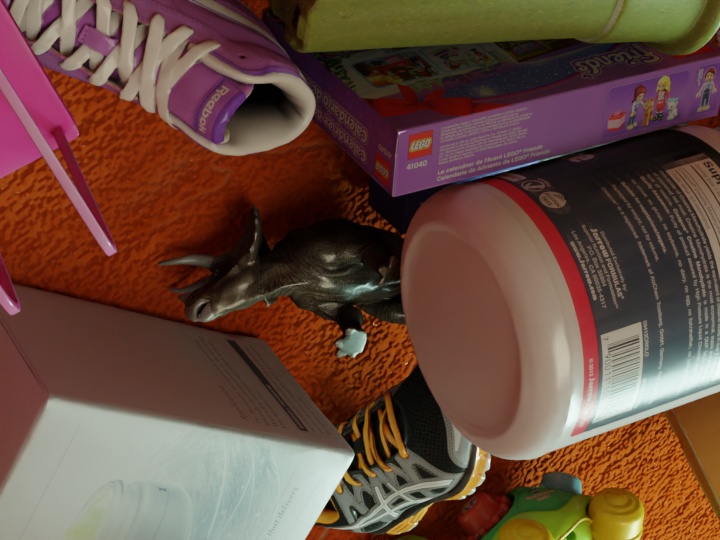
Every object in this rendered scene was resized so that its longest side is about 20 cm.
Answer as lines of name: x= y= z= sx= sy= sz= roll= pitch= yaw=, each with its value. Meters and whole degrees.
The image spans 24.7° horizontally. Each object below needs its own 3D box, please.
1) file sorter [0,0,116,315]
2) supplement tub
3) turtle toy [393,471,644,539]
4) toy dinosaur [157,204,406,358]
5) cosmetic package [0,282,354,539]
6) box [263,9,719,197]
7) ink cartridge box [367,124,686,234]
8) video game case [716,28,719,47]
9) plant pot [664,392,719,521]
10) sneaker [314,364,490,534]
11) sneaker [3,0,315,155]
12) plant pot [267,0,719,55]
file sorter: x=-0.215 y=-0.030 z=0.643 sx=0.200 sy=0.125 sz=0.139 roll=-29 pitch=132 yaw=-3
supplement tub: x=0.134 y=0.005 z=0.840 sx=0.200 sy=0.140 sz=0.140 roll=-16 pitch=129 yaw=-25
turtle toy: x=0.098 y=0.206 z=1.124 sx=0.200 sy=0.101 sz=0.146 roll=-12 pitch=127 yaw=-27
toy dinosaur: x=0.000 y=0.000 z=0.915 sx=0.200 sy=0.102 sz=0.077 roll=-3 pitch=122 yaw=-42
cosmetic package: x=-0.147 y=0.130 z=0.880 sx=0.200 sy=0.123 sz=0.199 roll=16 pitch=111 yaw=-40
box: x=0.068 y=-0.106 z=0.847 sx=0.200 sy=0.137 sz=0.039 roll=-15 pitch=129 yaw=-26
ink cartridge box: x=0.101 y=-0.091 z=0.947 sx=0.200 sy=0.044 sz=0.094 roll=-15 pitch=127 yaw=-26
video game case: x=0.321 y=-0.064 z=1.041 sx=0.200 sy=0.182 sz=0.023 roll=5 pitch=151 yaw=-38
plant pot: x=0.312 y=0.091 z=1.144 sx=0.183 sy=0.200 sz=0.200 roll=-27 pitch=135 yaw=5
sneaker: x=0.016 y=0.109 z=0.979 sx=0.077 sy=0.078 sz=0.200 roll=0 pitch=148 yaw=-23
sneaker: x=-0.105 y=-0.106 z=0.742 sx=0.200 sy=0.114 sz=0.073 roll=9 pitch=117 yaw=-38
plant pot: x=0.046 y=-0.180 z=0.763 sx=0.190 sy=0.200 sz=0.200 roll=-13 pitch=129 yaw=-11
